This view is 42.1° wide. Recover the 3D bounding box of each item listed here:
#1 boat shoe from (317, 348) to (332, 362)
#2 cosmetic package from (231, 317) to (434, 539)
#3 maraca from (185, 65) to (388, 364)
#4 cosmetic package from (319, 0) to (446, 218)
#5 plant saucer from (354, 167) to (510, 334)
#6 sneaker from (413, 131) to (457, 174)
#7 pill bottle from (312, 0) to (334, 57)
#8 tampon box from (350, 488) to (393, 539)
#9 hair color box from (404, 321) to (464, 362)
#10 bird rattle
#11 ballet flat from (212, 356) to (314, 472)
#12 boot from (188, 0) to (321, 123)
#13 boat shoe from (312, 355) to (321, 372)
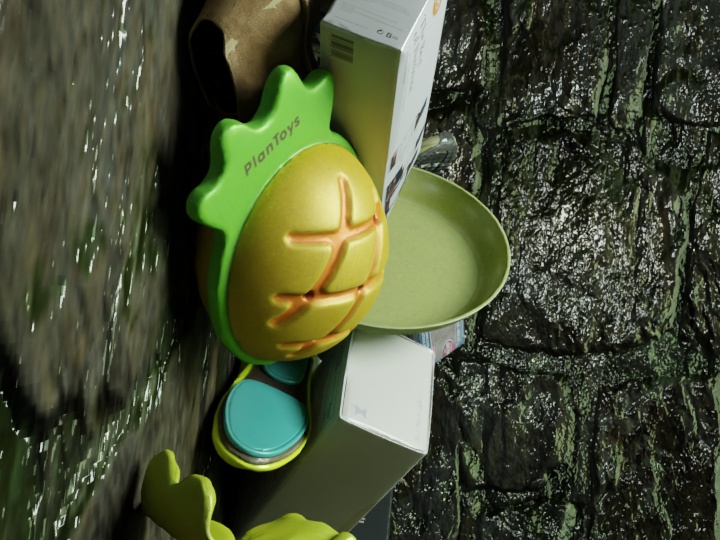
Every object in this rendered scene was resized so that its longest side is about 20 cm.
[{"bbox_3d":[0.000,0.000,0.803,0.201,0.068,0.072,-90,157,-50],"label":"boat shoe"},{"bbox_3d":[-0.025,0.141,0.726,0.200,0.073,0.104,-52,-162,39],"label":"cosmetic package"},{"bbox_3d":[-0.042,-0.024,0.536,0.137,0.106,0.201,-53,153,-28],"label":"maraca"},{"bbox_3d":[0.013,-0.107,0.577,0.200,0.050,0.083,95,17,-64],"label":"cosmetic package"},{"bbox_3d":[0.016,-0.016,0.728,0.201,0.198,0.031,-79,179,-49],"label":"plant saucer"},{"bbox_3d":[0.009,-0.124,0.884,0.077,0.199,0.089,-10,95,-40],"label":"sneaker"},{"bbox_3d":[-0.012,-0.211,0.650,0.200,0.110,0.112,47,49,-84],"label":"pill bottle"},{"bbox_3d":[-0.038,0.296,0.926,0.201,0.125,0.151,-79,174,-56],"label":"tampon box"},{"bbox_3d":[0.025,-0.002,0.973,0.200,0.060,0.100,50,-15,30],"label":"hair color box"},{"bbox_3d":[-0.081,0.198,0.439,0.201,0.112,0.164,-75,-173,-47],"label":"bird rattle"},{"bbox_3d":[-0.070,0.102,0.687,0.200,0.066,0.067,-79,-165,-66],"label":"ballet flat"},{"bbox_3d":[-0.062,-0.108,0.558,0.076,0.073,0.200,-57,167,-18],"label":"boot"},{"bbox_3d":[-0.052,0.100,0.836,0.072,0.069,0.202,-67,160,-65],"label":"boat shoe"}]
